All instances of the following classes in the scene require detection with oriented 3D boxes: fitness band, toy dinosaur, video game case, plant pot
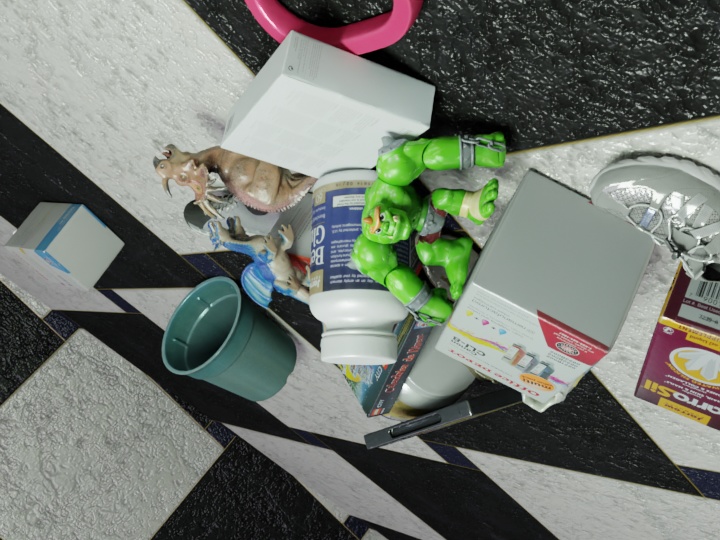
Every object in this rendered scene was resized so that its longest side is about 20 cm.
[{"bbox_3d":[-0.034,-0.250,0.719,0.200,0.037,0.144,3,147,49],"label":"fitness band"},{"bbox_3d":[-0.131,-0.108,0.989,0.200,0.136,0.086,22,156,17],"label":"toy dinosaur"},{"bbox_3d":[0.133,0.200,1.154,0.181,0.026,0.200,-27,165,36],"label":"video game case"},{"bbox_3d":[-0.238,0.147,1.580,0.200,0.200,0.196,6,154,45],"label":"plant pot"}]

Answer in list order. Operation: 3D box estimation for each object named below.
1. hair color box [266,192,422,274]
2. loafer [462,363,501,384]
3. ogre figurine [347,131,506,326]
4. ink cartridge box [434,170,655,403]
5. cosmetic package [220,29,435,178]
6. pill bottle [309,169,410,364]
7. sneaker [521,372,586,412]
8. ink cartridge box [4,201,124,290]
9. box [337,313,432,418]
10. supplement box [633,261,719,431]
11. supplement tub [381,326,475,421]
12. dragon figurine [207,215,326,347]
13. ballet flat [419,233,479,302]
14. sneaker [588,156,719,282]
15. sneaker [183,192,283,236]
[{"bbox_3d":[-0.017,-0.033,1.048,0.200,0.102,0.061,14,151,35],"label":"hair color box"},{"bbox_3d":[0.179,0.114,1.086,0.067,0.076,0.200,22,179,39],"label":"loafer"},{"bbox_3d":[0.059,-0.047,0.811,0.120,0.098,0.200,15,132,-1],"label":"ogre figurine"},{"bbox_3d":[0.185,0.026,0.868,0.145,0.145,0.200,27,157,6],"label":"ink cartridge box"},{"bbox_3d":[-0.039,-0.154,0.836,0.151,0.052,0.200,18,162,-22],"label":"cosmetic package"},{"bbox_3d":[0.000,0.000,0.905,0.111,0.200,0.111,1,167,0],"label":"pill bottle"},{"bbox_3d":[0.258,0.121,1.055,0.076,0.081,0.200,27,155,12],"label":"sneaker"},{"bbox_3d":[-0.609,-0.054,1.683,0.200,0.125,0.129,8,148,42],"label":"ink cartridge box"},{"bbox_3d":[0.024,0.081,1.108,0.137,0.038,0.200,57,139,36],"label":"box"},{"bbox_3d":[0.355,0.077,0.840,0.110,0.086,0.200,21,155,21],"label":"supplement box"},{"bbox_3d":[0.082,0.140,1.219,0.145,0.145,0.200,33,156,-5],"label":"supplement tub"},{"bbox_3d":[-0.107,0.006,1.024,0.099,0.059,0.200,-25,103,49],"label":"dragon figurine"},{"bbox_3d":[0.151,0.021,1.020,0.200,0.067,0.046,34,-171,-14],"label":"ballet flat"},{"bbox_3d":[0.288,-0.034,0.702,0.200,0.082,0.075,23,156,18],"label":"sneaker"},{"bbox_3d":[-0.174,-0.103,1.148,0.200,0.075,0.116,8,144,24],"label":"sneaker"}]
